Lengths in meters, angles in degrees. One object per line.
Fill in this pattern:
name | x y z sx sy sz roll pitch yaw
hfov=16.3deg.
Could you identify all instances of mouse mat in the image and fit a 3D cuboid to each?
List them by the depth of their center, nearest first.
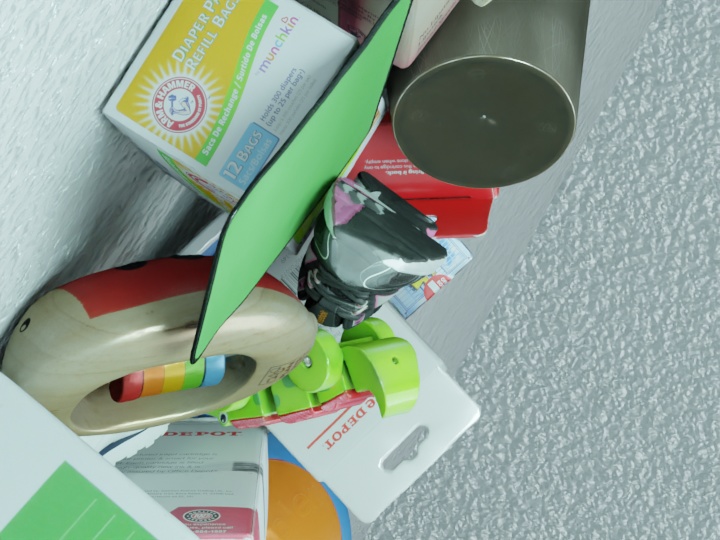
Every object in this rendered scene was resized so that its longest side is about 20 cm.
mouse mat | -0.033 -0.052 1.374 0.200 0.008 0.161 -53 170 -31

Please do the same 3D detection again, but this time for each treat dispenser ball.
treat dispenser ball | -0.107 0.208 1.929 0.201 0.200 0.201 -56 171 -13

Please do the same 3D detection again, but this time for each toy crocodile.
toy crocodile | -0.038 0.071 1.567 0.199 0.062 0.067 -14 177 43

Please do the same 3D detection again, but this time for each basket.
basket | 0.076 -0.160 1.571 0.180 0.136 0.201 -34 -143 34

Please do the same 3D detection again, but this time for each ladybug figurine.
ladybug figurine | -0.119 0.040 1.469 0.199 0.072 0.136 -8 154 -28

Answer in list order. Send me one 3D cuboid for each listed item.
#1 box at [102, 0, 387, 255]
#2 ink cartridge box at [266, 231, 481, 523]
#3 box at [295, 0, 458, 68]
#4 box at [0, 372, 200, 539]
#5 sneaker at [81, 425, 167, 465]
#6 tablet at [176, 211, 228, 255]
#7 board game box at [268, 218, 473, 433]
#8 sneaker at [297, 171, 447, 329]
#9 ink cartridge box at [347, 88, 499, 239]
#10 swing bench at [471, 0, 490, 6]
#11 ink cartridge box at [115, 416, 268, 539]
box | -0.061 -0.092 1.439 0.113 0.101 0.200 -58 172 -4
ink cartridge box | -0.023 0.061 1.681 0.116 0.200 0.067 -43 173 1
box | 0.021 -0.225 1.410 0.128 0.109 0.200 -55 171 -17
box | -0.186 0.195 1.363 0.199 0.171 0.200 -49 158 -11
sneaker | -0.163 0.072 1.573 0.200 0.076 0.081 -49 159 -52
tablet | -0.096 -0.010 1.725 0.130 0.014 0.200 -43 174 -7
board game box | -0.010 0.027 1.820 0.200 0.062 0.200 -45 -176 -29
sneaker | 0.000 0.000 1.500 0.087 0.080 0.200 -56 176 7
ink cartridge box | 0.038 -0.106 1.674 0.200 0.115 0.067 -77 160 -49
swing bench | 0.042 -0.247 1.137 0.199 0.199 0.130 -45 165 -56
ink cartridge box | -0.133 0.166 1.604 0.200 0.145 0.085 -89 179 -71
